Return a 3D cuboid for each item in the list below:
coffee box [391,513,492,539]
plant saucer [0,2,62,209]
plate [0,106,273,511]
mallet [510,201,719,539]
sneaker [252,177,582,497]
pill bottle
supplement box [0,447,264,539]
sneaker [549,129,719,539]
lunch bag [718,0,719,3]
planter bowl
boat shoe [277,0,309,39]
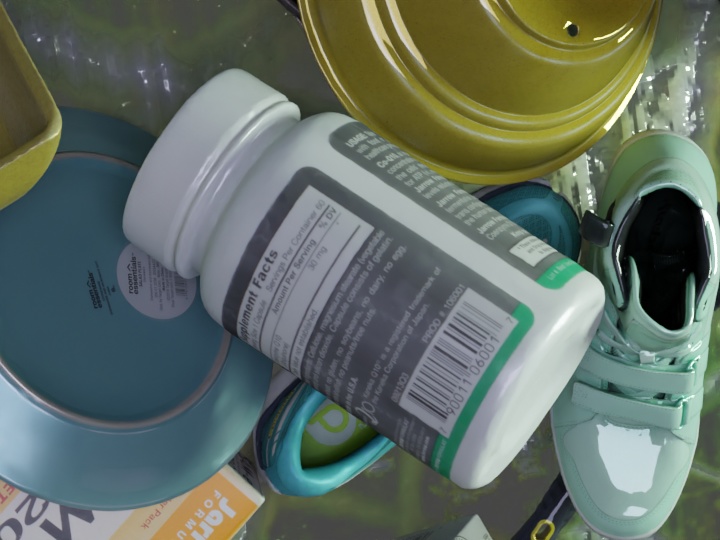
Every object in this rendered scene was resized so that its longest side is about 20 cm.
[{"bbox_3d":[0.010,0.217,1.389,0.080,0.200,0.113,-22,104,38],"label":"coffee box"},{"bbox_3d":[-0.238,-0.055,1.353,0.200,0.200,0.048,-31,134,0],"label":"plant saucer"},{"bbox_3d":[-0.124,0.012,1.376,0.200,0.026,0.201,13,62,-26],"label":"plate"},{"bbox_3d":[0.129,0.052,1.463,0.066,0.041,0.200,40,97,-8],"label":"mallet"},{"bbox_3d":[0.032,0.039,1.427,0.200,0.080,0.078,-45,100,1],"label":"sneaker"},{"bbox_3d":[0.000,0.000,1.340,0.200,0.113,0.113,34,94,13],"label":"pill bottle"},{"bbox_3d":[-0.160,0.085,1.417,0.200,0.074,0.126,40,92,-10],"label":"supplement box"},{"bbox_3d":[0.126,0.041,1.386,0.074,0.118,0.201,6,102,4],"label":"sneaker"},{"bbox_3d":[0.246,-0.191,1.372,0.200,0.164,0.118,-36,94,1],"label":"lunch bag"},{"bbox_3d":[0.076,-0.142,1.365,0.200,0.083,0.201,2,86,-29],"label":"planter bowl"},{"bbox_3d":[-0.040,-0.174,1.392,0.200,0.073,0.075,43,92,-10],"label":"boat shoe"}]
